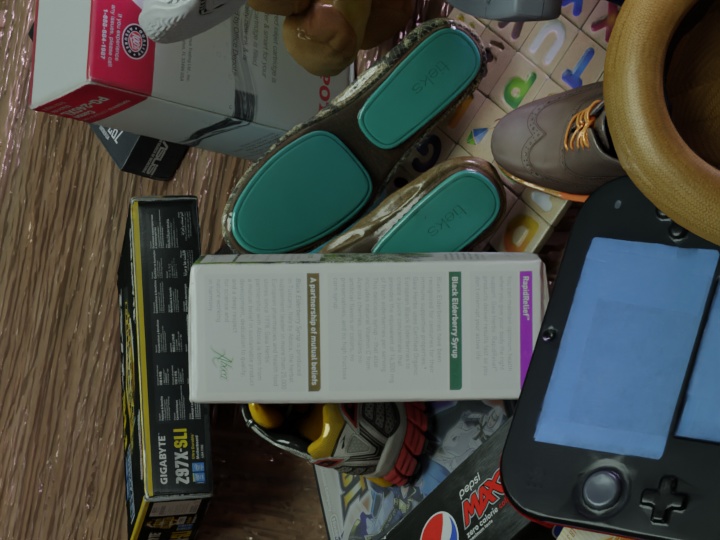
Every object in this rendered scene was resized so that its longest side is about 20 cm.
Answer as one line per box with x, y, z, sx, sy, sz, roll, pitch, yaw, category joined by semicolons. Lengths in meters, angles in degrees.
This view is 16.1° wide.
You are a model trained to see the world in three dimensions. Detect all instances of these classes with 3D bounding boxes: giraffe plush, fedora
0.017;-0.241;1.591;0.162;0.173;0.200;-26;25;33;giraffe plush
0.220;-0.090;1.281;0.082;0.199;0.202;76;-163;-77;fedora

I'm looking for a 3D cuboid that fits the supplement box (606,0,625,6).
0.205;-0.233;1.359;0.200;0.109;0.109;-37;52;38;supplement box

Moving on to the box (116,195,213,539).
-0.130;0.071;1.669;0.160;0.049;0.201;112;155;-71;box

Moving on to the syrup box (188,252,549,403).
0.005;0.031;1.425;0.079;0.198;0.082;-87;-3;-85;syrup box

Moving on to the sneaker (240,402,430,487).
-0.040;0.065;1.555;0.200;0.082;0.078;29;102;51;sneaker

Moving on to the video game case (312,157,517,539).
0.028;0.061;1.557;0.181;0.025;0.201;-39;51;38;video game case

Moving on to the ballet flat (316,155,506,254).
0.000;0.000;1.499;0.200;0.068;0.072;-41;13;4;ballet flat

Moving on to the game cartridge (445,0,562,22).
0.071;-0.214;1.431;0.200;0.041;0.134;-131;41;-62;game cartridge

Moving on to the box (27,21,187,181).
-0.159;-0.185;1.853;0.161;0.043;0.200;-60;41;20;box

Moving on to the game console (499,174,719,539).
0.171;0.046;1.305;0.176;0.031;0.201;5;68;35;game console

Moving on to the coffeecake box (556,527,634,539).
0.160;0.227;1.303;0.154;0.073;0.200;-61;41;18;coffeecake box

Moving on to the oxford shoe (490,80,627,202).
0.140;-0.080;1.408;0.199;0.073;0.072;-2;76;45;oxford shoe

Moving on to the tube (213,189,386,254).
-0.039;-0.028;1.626;0.200;0.050;0.078;-40;49;48;tube

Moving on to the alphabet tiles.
0.086;-0.095;1.521;0.201;0.006;0.166;-57;46;12;alphabet tiles

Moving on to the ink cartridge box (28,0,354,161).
-0.107;-0.160;1.656;0.083;0.199;0.146;-19;65;51;ink cartridge box

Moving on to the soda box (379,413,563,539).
0.091;0.135;1.419;0.200;0.070;0.064;-46;48;34;soda box

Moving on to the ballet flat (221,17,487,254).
-0.006;-0.075;1.523;0.200;0.068;0.075;-43;10;-11;ballet flat

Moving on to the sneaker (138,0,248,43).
-0.084;-0.235;1.505;0.115;0.075;0.200;42;91;11;sneaker
